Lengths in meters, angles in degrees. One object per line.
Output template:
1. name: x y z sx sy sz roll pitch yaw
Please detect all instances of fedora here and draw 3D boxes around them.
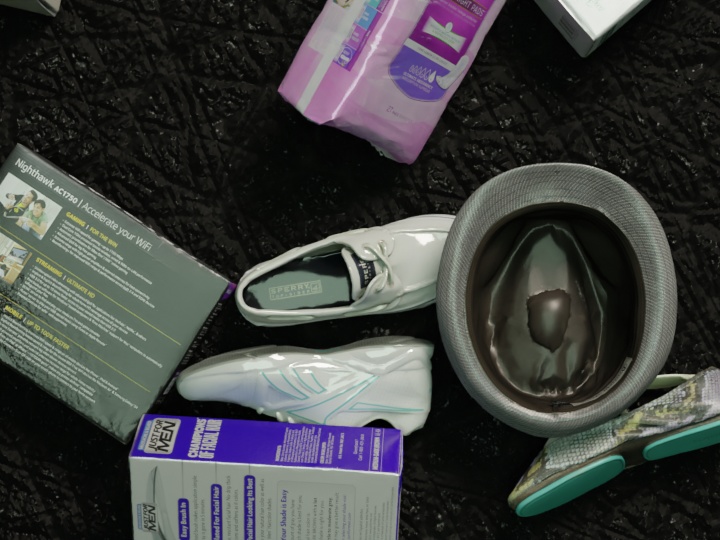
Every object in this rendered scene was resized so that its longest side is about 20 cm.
1. fedora: 0.145 0.022 1.121 0.176 0.090 0.201 -7 89 1

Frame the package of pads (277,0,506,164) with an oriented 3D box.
1. package of pads: 0.036 -0.186 1.100 0.076 0.120 0.200 36 100 34

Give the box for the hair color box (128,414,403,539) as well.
1. hair color box: -0.070 0.173 1.116 0.199 0.065 0.110 3 119 1

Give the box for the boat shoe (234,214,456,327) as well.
1. boat shoe: 0.000 0.000 1.137 0.199 0.066 0.072 -9 89 1

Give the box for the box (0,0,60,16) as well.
1. box: -0.326 -0.267 1.144 0.199 0.078 0.095 12 89 2

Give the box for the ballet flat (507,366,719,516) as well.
1. ballet flat: 0.198 0.125 1.139 0.200 0.072 0.072 -22 89 1

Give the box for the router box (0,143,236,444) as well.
1. router box: -0.219 0.018 1.149 0.200 0.051 0.149 33 88 2

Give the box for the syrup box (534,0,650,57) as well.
1. syrup box: 0.224 -0.261 1.130 0.200 0.079 0.082 -40 88 0

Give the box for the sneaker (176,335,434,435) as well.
1. sneaker: -0.042 0.096 1.136 0.199 0.070 0.081 -2 96 2
